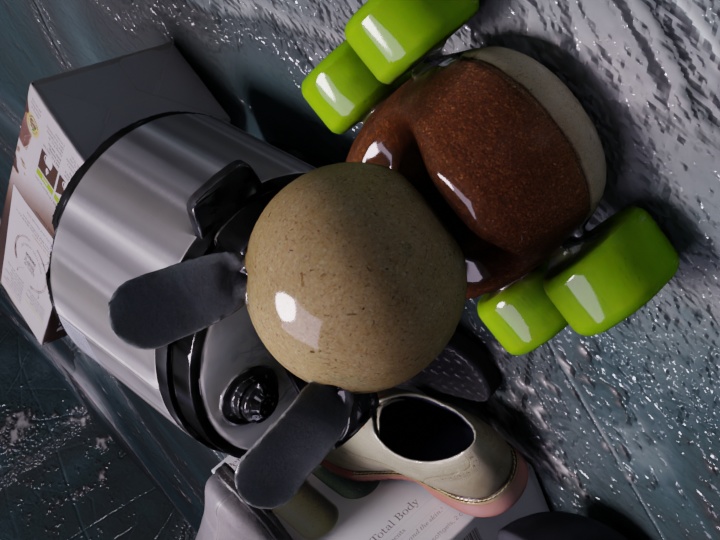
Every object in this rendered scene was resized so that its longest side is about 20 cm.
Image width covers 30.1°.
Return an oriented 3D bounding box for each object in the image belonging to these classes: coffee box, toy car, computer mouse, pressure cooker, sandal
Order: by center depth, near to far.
[{"bbox_3d":[0.000,0.000,0.567,0.165,0.200,0.158,50,162,-3],"label":"toy car"},{"bbox_3d":[-0.069,0.015,0.792,0.175,0.181,0.199,7,-163,-46],"label":"pressure cooker"},{"bbox_3d":[0.170,0.210,0.838,0.200,0.053,0.138,42,165,-11],"label":"computer mouse"},{"bbox_3d":[0.017,0.040,0.887,0.199,0.045,0.075,12,146,41],"label":"sandal"},{"bbox_3d":[-0.178,-0.050,0.926,0.080,0.112,0.201,52,141,19],"label":"coffee box"}]

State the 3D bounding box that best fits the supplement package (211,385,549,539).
[{"bbox_3d":[0.024,0.190,0.970,0.199,0.151,0.152,30,153,47],"label":"supplement package"}]

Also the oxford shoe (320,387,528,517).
[{"bbox_3d":[0.017,0.100,0.889,0.198,0.071,0.074,9,150,37],"label":"oxford shoe"}]

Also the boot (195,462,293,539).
[{"bbox_3d":[-0.110,0.219,0.899,0.070,0.131,0.201,43,156,28],"label":"boot"}]
